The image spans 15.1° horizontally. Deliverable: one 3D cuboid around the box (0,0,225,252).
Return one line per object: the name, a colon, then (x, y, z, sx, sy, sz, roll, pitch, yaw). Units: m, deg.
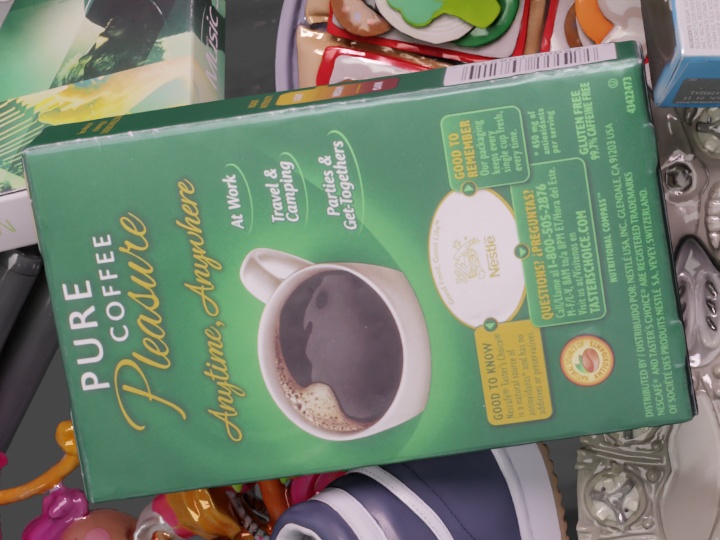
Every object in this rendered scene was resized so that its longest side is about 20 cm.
box: (-0.118, -0.098, 0.964, 0.144, 0.036, 0.201, -13, 57, 17)

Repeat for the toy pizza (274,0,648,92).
toy pizza: (0.062, -0.068, 0.990, 0.199, 0.032, 0.201, 3, 103, 14)

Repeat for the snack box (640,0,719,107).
snack box: (0.141, -0.148, 0.874, 0.116, 0.037, 0.201, 0, 65, -9)

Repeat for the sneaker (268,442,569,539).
sneaker: (0.028, 0.149, 0.922, 0.070, 0.108, 0.201, 5, 116, 50)

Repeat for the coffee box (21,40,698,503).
coffee box: (0.000, 0.000, 0.864, 0.199, 0.044, 0.124, -9, 105, 6)

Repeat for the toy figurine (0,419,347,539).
toy figurine: (-0.079, 0.076, 1.007, 0.184, 0.150, 0.200, -37, 106, 22)

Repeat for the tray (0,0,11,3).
tray: (-0.077, -0.178, 0.946, 0.200, 0.022, 0.107, -49, 43, -5)

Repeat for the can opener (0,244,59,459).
can opener: (-0.134, -0.006, 1.053, 0.066, 0.052, 0.201, 38, 111, 41)

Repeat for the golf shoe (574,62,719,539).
golf shoe: (0.114, 0.027, 0.935, 0.078, 0.097, 0.201, 2, 98, 6)
